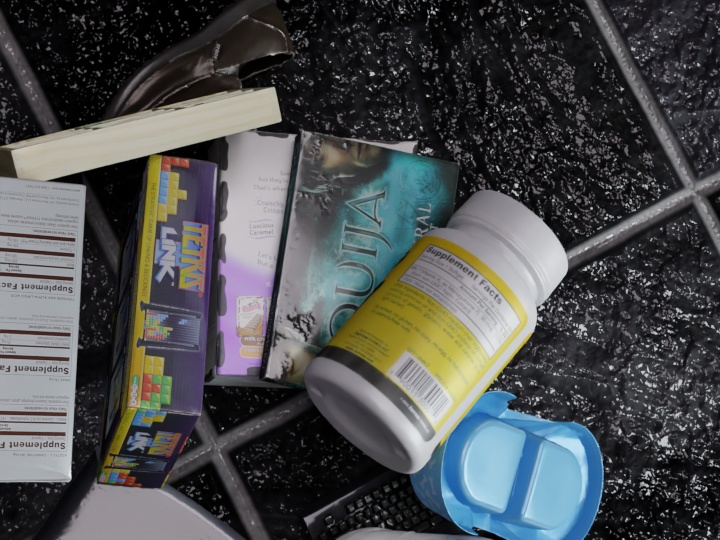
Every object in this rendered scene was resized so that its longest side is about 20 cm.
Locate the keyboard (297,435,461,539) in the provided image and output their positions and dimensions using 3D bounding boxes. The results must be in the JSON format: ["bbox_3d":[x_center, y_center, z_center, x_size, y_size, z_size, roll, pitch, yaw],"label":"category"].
[{"bbox_3d":[0.040,0.164,1.349,0.199,0.021,0.128,-26,90,-20],"label":"keyboard"}]

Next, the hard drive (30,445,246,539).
[{"bbox_3d":[-0.154,0.239,1.270,0.200,0.042,0.135,36,71,-6],"label":"hard drive"}]

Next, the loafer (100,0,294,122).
[{"bbox_3d":[-0.130,-0.152,1.343,0.200,0.073,0.071,-41,90,-19],"label":"loafer"}]

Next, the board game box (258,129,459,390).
[{"bbox_3d":[0.000,0.000,1.295,0.134,0.028,0.201,11,77,-14],"label":"board game box"}]

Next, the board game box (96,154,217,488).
[{"bbox_3d":[-0.152,0.041,1.228,0.056,0.165,0.201,8,64,-14],"label":"board game box"}]

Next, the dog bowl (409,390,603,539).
[{"bbox_3d":[0.115,0.161,1.314,0.199,0.049,0.112,25,78,-41],"label":"dog bowl"}]

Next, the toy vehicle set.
[{"bbox_3d":[-0.170,-0.101,1.230,0.199,0.124,0.027,-16,100,-19],"label":"toy vehicle set"}]

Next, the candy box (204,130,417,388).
[{"bbox_3d":[-0.040,-0.007,1.339,0.167,0.072,0.201,3,78,-14],"label":"candy box"}]

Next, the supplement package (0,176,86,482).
[{"bbox_3d":[-0.292,0.040,1.143,0.146,0.191,0.201,4,86,-29],"label":"supplement package"}]

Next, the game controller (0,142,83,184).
[{"bbox_3d":[-0.283,-0.003,1.294,0.104,0.042,0.201,8,76,1],"label":"game controller"}]

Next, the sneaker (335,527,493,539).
[{"bbox_3d":[0.055,0.234,1.272,0.199,0.088,0.076,-1,84,-38],"label":"sneaker"}]

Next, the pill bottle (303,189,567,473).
[{"bbox_3d":[0.060,0.042,1.230,0.114,0.114,0.200,43,70,-3],"label":"pill bottle"}]
